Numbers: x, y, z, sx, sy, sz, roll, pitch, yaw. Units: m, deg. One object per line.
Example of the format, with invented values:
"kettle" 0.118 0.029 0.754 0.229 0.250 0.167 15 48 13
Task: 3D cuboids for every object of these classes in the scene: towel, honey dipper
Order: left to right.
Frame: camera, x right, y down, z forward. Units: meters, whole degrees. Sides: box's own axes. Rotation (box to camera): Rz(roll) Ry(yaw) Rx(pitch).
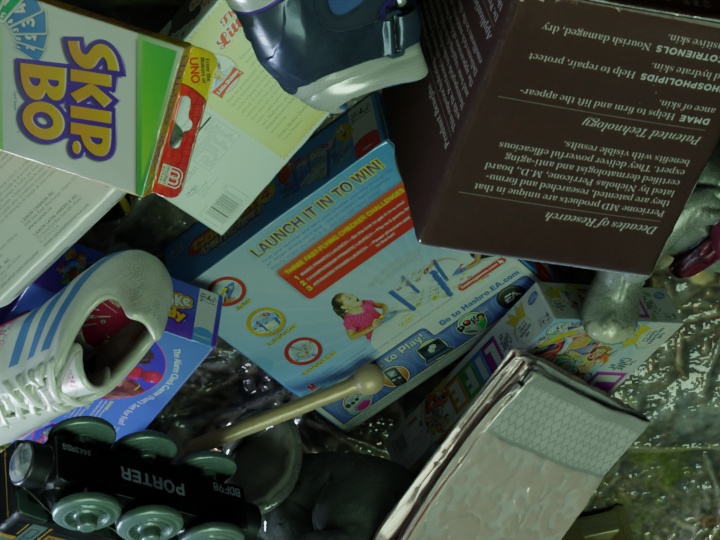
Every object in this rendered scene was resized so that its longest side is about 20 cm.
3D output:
"honey dipper" -0.078 0.108 1.520 0.200 0.038 0.038 -23 131 1
"towel" 0.110 0.158 1.545 0.191 0.032 0.200 -54 144 7

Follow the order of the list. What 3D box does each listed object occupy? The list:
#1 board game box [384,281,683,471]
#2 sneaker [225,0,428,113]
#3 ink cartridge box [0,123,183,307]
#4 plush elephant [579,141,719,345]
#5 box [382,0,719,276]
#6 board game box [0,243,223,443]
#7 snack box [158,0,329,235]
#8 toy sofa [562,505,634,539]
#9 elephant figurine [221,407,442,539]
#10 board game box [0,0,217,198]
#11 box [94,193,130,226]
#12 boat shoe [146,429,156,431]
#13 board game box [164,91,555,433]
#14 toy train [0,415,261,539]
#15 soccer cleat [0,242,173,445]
"board game box" 0.126 0.083 1.567 0.134 0.034 0.200 2 141 -40
"sneaker" 0.015 -0.188 1.295 0.200 0.081 0.146 -46 132 -8
"ink cartridge box" -0.235 -0.102 1.320 0.161 0.050 0.200 -42 90 15
"plush elephant" 0.263 -0.035 1.435 0.165 0.155 0.200 -22 129 -41
"box" 0.127 -0.130 1.333 0.164 0.166 0.200 7 130 -17
"board game box" -0.199 0.062 1.487 0.134 0.045 0.200 21 141 -19
"snack box" -0.071 -0.129 1.359 0.116 0.037 0.200 34 105 -33
"toy sofa" 0.119 0.220 1.699 0.200 0.083 0.098 23 123 -27
"elephant figurine" -0.062 0.170 1.566 0.155 0.200 0.142 -30 139 -41
"board game box" -0.191 -0.114 1.274 0.200 0.030 0.096 18 104 4
"box" -0.272 -0.074 1.395 0.200 0.049 0.160 -18 133 6
"boat shoe" -0.224 0.192 1.624 0.200 0.069 0.072 -27 130 15
"board game box" 0.000 0.000 1.501 0.200 0.056 0.196 -35 128 20
"toy train" -0.167 0.164 1.460 0.200 0.085 0.114 20 137 -38
"soccer cleat" -0.200 0.062 1.365 0.200 0.086 0.070 -40 121 22
